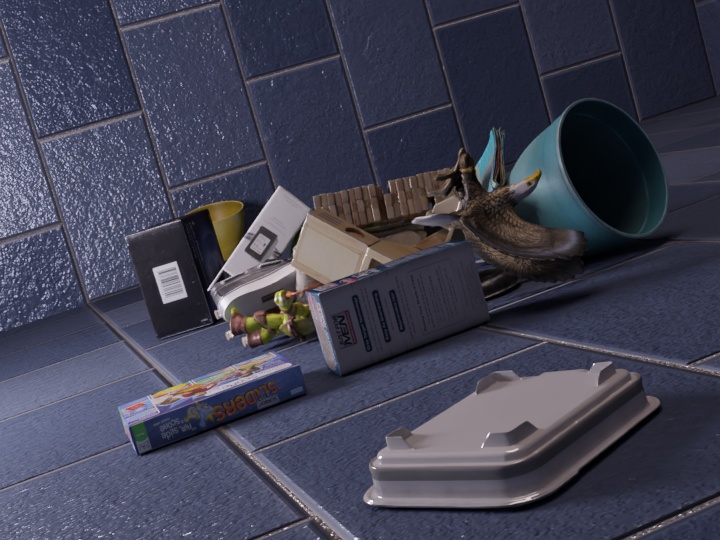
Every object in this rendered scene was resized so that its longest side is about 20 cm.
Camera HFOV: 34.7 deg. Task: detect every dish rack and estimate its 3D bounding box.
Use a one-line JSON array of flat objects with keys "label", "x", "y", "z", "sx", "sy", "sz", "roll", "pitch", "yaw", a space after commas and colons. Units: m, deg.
[{"label": "dish rack", "x": 0.108, "y": 0.115, "z": 0.851, "sx": 0.170, "sy": 0.044, "sz": 0.199, "roll": -12, "pitch": 7, "yaw": 44}]

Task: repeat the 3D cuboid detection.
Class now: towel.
[{"label": "towel", "x": 0.164, "y": -0.093, "z": 1.690, "sx": 0.021, "sy": 0.201, "sz": 0.148, "roll": 18, "pitch": 40, "yaw": -9}, {"label": "towel", "x": 0.000, "y": 0.000, "z": 1.667, "sx": 0.197, "sy": 0.134, "sz": 0.035, "roll": -12, "pitch": 44, "yaw": -13}]

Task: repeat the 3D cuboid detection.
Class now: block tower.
[{"label": "block tower", "x": 0.034, "y": -0.094, "z": 1.634, "sx": 0.197, "sy": 0.059, "sz": 0.054, "roll": -11, "pitch": -7, "yaw": -2}]

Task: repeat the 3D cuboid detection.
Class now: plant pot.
[{"label": "plant pot", "x": -0.435, "y": -0.109, "z": 3.507, "sx": 0.197, "sy": 0.144, "sz": 0.200, "roll": -11, "pitch": 21, "yaw": 4}, {"label": "plant pot", "x": 0.286, "y": -0.103, "z": 1.589, "sx": 0.199, "sy": 0.202, "sz": 0.187, "roll": -22, "pitch": -7, "yaw": -40}]

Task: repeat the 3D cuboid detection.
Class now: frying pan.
[{"label": "frying pan", "x": 0.193, "y": 0.013, "z": 1.549, "sx": 0.188, "sy": 0.031, "sz": 0.115, "roll": -18, "pitch": 7, "yaw": 19}]

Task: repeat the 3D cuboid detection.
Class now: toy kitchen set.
[{"label": "toy kitchen set", "x": 0.047, "y": -0.060, "z": 1.573, "sx": 0.179, "sy": 0.165, "sz": 0.200, "roll": 28, "pitch": 24, "yaw": 18}]

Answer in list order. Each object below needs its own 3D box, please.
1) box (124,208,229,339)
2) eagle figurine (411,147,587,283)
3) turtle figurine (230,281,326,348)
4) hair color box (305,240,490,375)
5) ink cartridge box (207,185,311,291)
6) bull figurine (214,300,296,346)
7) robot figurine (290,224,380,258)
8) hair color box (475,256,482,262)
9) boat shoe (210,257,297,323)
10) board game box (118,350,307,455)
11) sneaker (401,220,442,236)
[{"label": "box", "x": -0.335, "y": 0.001, "z": 2.189, "sx": 0.121, "sy": 0.203, "sz": 0.198, "roll": -16, "pitch": 7, "yaw": 9}, {"label": "eagle figurine", "x": 0.179, "y": -0.057, "z": 1.412, "sx": 0.151, "sy": 0.201, "sz": 0.151, "roll": -26, "pitch": -16, "yaw": -43}, {"label": "turtle figurine", "x": -0.091, "y": 0.070, "z": 1.618, "sx": 0.159, "sy": 0.065, "sz": 0.200, "roll": -14, "pitch": -13, "yaw": 20}, {"label": "hair color box", "x": 0.044, "y": 0.041, "z": 1.355, "sx": 0.197, "sy": 0.101, "sz": 0.060, "roll": -19, "pitch": 8, "yaw": -17}, {"label": "ink cartridge box", "x": -0.162, "y": -0.033, "z": 1.857, "sx": 0.201, "sy": 0.066, "sz": 0.116, "roll": -55, "pitch": 5, "yaw": -2}, {"label": "bull figurine", "x": -0.149, "y": 0.068, "z": 1.776, "sx": 0.120, "sy": 0.066, "sz": 0.199, "roll": -22, "pitch": 7, "yaw": -25}, {"label": "robot figurine", "x": -0.028, "y": -0.021, "z": 1.869, "sx": 0.198, "sy": 0.178, "sz": 0.115, "roll": 9, "pitch": -15, "yaw": 33}, {"label": "hair color box", "x": 0.249, "y": -0.071, "z": 1.858, "sx": 0.099, "sy": 0.061, "sz": 0.199, "roll": -12, "pitch": 9, "yaw": 38}, {"label": "boat shoe", "x": -0.123, "y": 0.012, "z": 1.691, "sx": 0.198, "sy": 0.072, "sz": 0.068, "roll": -24, "pitch": 49, "yaw": -17}, {"label": "board game box", "x": -0.171, "y": 0.146, "z": 1.309, "sx": 0.197, "sy": 0.035, "sz": 0.135, "roll": -19, "pitch": 8, "yaw": -15}, {"label": "sneaker", "x": 0.066, "y": -0.042, "z": 1.935, "sx": 0.197, "sy": 0.116, "sz": 0.076, "roll": -18, "pitch": 4, "yaw": 7}]
